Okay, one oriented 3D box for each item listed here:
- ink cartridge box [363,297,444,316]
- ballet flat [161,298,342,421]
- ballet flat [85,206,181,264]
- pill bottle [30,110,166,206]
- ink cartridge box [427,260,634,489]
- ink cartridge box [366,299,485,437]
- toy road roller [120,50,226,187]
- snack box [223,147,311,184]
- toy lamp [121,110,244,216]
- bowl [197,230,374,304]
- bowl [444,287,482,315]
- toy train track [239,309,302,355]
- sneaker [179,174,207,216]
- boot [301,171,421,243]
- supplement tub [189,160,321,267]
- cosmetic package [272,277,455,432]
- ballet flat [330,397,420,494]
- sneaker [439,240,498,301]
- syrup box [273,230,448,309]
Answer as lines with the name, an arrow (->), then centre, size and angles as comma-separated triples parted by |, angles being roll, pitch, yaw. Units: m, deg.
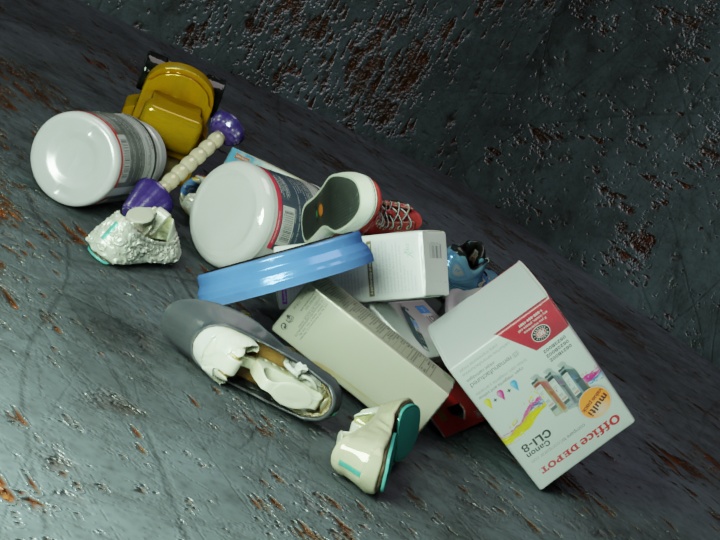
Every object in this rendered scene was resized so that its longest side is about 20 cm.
ink cartridge box -> 0.056, 0.031, 1.929 | 0.200, 0.085, 0.146 | 36, 13, 24
ballet flat -> -0.104, 0.091, 1.284 | 0.199, 0.073, 0.073 | 30, 10, -10
ballet flat -> -0.247, -0.042, 1.518 | 0.072, 0.072, 0.200 | 32, 10, 9
pill bottle -> -0.321, -0.142, 1.643 | 0.114, 0.114, 0.200 | 31, 10, 6
ink cartridge box -> 0.202, 0.124, 1.563 | 0.200, 0.145, 0.145 | 52, 4, -20
ink cartridge box -> 0.091, 0.115, 1.628 | 0.176, 0.045, 0.200 | 48, 16, 14
toy road roller -> -0.273, -0.194, 1.817 | 0.122, 0.201, 0.146 | 21, 27, -13
snack box -> -0.092, -0.115, 1.907 | 0.199, 0.037, 0.116 | 27, 3, 16
toy lamp -> -0.224, -0.126, 1.652 | 0.058, 0.200, 0.058 | 26, -35, 21
bowl -> -0.085, -0.002, 1.444 | 0.201, 0.199, 0.040 | -90, 165, -87
bowl -> 0.195, 0.100, 1.717 | 0.201, 0.090, 0.202 | 51, 24, -33
toy train track -> -0.110, 0.072, 1.447 | 0.200, 0.033, 0.115 | 20, 15, -46
sneaker -> -0.213, -0.109, 1.887 | 0.090, 0.075, 0.200 | 33, 9, -13
boot -> 0.023, -0.075, 1.603 | 0.143, 0.073, 0.200 | 0, -8, -19
supplement tub -> -0.115, -0.058, 1.735 | 0.140, 0.141, 0.200 | 37, 13, 35
cosmetic package -> 0.006, 0.096, 1.470 | 0.200, 0.071, 0.105 | 39, 9, 5
ballet flat -> 0.013, 0.164, 1.291 | 0.069, 0.070, 0.200 | 31, 12, 7
sneaker -> 0.162, 0.004, 1.874 | 0.078, 0.090, 0.200 | 37, 12, 23
syrup box -> 0.000, 0.000, 1.582 | 0.199, 0.082, 0.079 | -5, -2, 25
